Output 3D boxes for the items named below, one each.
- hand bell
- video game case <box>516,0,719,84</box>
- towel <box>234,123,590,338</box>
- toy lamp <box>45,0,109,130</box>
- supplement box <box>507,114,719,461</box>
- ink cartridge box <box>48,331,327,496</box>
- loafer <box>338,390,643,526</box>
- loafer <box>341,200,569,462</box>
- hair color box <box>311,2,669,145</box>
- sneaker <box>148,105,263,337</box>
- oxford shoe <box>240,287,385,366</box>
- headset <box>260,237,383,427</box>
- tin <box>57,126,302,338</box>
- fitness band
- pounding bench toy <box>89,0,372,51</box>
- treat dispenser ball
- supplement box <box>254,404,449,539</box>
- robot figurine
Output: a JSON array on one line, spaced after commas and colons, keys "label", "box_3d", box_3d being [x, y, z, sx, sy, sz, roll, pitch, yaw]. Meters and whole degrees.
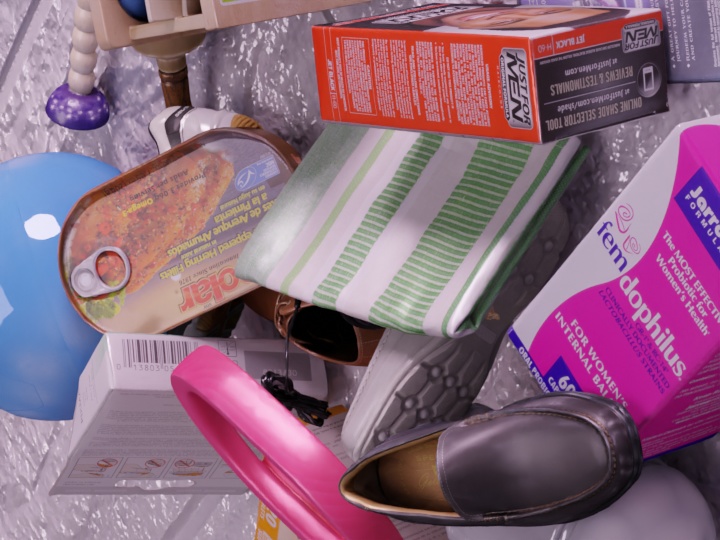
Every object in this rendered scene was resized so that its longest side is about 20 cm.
[{"label": "hand bell", "box_3d": [-0.133, -0.138, 1.596, 0.104, 0.104, 0.201, 34, 142, 43]}, {"label": "video game case", "box_3d": [0.153, -0.174, 1.219, 0.199, 0.019, 0.144, 5, 106, 55]}, {"label": "towel", "box_3d": [0.027, -0.038, 1.329, 0.199, 0.153, 0.023, 18, 159, 44]}, {"label": "toy lamp", "box_3d": [-0.207, -0.205, 1.675, 0.058, 0.058, 0.201, 43, 134, 37]}, {"label": "supplement box", "box_3d": [0.180, 0.010, 1.181, 0.102, 0.103, 0.200, 60, 141, 22]}, {"label": "ink cartridge box", "box_3d": [-0.130, 0.108, 1.600, 0.200, 0.160, 0.050, 130, 138, -57]}, {"label": "loafer", "box_3d": [0.070, 0.112, 1.214, 0.199, 0.072, 0.073, -20, 82, 49]}, {"label": "loafer", "box_3d": [0.049, 0.030, 1.330, 0.070, 0.070, 0.201, 31, 84, 46]}, {"label": "hair color box", "box_3d": [0.070, -0.115, 1.255, 0.199, 0.101, 0.062, 11, 112, 51]}, {"label": "sneaker", "box_3d": [-0.124, -0.025, 1.592, 0.087, 0.076, 0.202, 16, 111, 14]}, {"label": "oxford shoe", "box_3d": [-0.036, 0.022, 1.513, 0.199, 0.071, 0.072, 16, 117, 53]}, {"label": "headset", "box_3d": [0.000, 0.000, 1.406, 0.123, 0.094, 0.201, 29, 84, 47]}, {"label": "tin", "box_3d": [-0.118, -0.025, 1.521, 0.199, 0.042, 0.113, -24, 84, 24]}, {"label": "fitness band", "box_3d": [-0.047, 0.126, 1.406, 0.200, 0.037, 0.144, 39, 165, 32]}, {"label": "pounding bench toy", "box_3d": [-0.099, -0.250, 1.369, 0.155, 0.124, 0.202, 0, 102, 52]}, {"label": "treat dispenser ball", "box_3d": [-0.230, 0.012, 1.667, 0.200, 0.200, 0.203, 25, 122, 47]}, {"label": "supplement box", "box_3d": [0.012, 0.199, 1.510, 0.200, 0.073, 0.127, 36, 129, 41]}, {"label": "robot figurine", "box_3d": [0.127, 0.148, 1.294, 0.199, 0.113, 0.171, 29, 94, 45]}]
